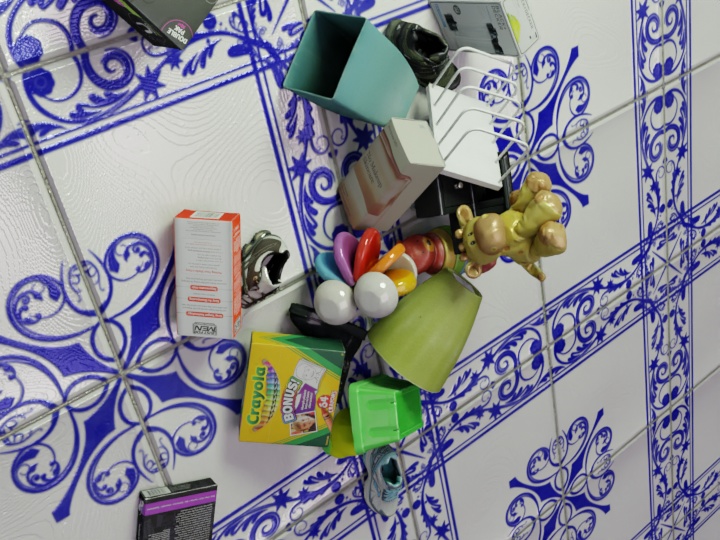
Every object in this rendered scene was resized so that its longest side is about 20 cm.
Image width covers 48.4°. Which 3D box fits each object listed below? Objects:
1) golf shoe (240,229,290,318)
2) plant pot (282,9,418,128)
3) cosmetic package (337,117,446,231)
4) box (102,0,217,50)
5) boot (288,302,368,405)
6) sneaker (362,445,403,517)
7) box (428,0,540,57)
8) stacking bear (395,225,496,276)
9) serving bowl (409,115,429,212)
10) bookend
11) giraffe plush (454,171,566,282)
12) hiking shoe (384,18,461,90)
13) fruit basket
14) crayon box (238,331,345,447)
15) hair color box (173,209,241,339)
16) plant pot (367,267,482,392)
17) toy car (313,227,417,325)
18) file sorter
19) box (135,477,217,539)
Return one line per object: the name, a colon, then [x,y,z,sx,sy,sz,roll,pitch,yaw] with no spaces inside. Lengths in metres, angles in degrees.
golf shoe: [-0.193,0.027,1.389,0.077,0.094,0.202,30,88,-41]
plant pot: [-0.001,-0.330,1.390,0.199,0.140,0.143,24,91,-47]
cosmetic package: [0.052,-0.168,1.436,0.086,0.105,0.200,-1,147,-36]
box: [-0.273,-0.443,1.144,0.148,0.124,0.202,39,82,-38]
boot: [-0.083,0.167,1.531,0.199,0.076,0.171,25,87,-45]
sneaker: [0.054,0.461,1.732,0.077,0.086,0.203,-24,119,-27]
box: [0.225,-0.463,1.471,0.060,0.199,0.117,-43,127,-17]
stacking bear: [0.161,-0.038,1.623,0.197,0.114,0.123,-7,69,-38]
serving bowl: [0.137,-0.210,1.578,0.197,0.065,0.204,-13,112,-33]
bookend: [0.194,-0.114,1.520,0.197,0.091,0.203,-11,95,-34]
giraffe plush: [0.256,-0.069,1.441,0.159,0.175,0.202,-5,144,-12]
hiking shoe: [0.132,-0.390,1.489,0.199,0.100,0.077,27,89,-40]
fruit basket: [0.010,0.297,1.613,0.213,0.214,0.159,-3,86,-36]
crayon box: [-0.129,0.221,1.473,0.169,0.058,0.204,6,110,-13]
hair color box: [-0.252,0.007,1.328,0.099,0.061,0.204,4,107,4]
plant pot: [0.144,0.100,1.578,0.186,0.188,0.201,25,107,-40]
toy car: [0.000,0.000,1.462,0.175,0.197,0.153,-45,120,-61]
file sorter: [0.211,-0.274,1.438,0.136,0.125,0.203,12,56,-22]
box: [-0.342,0.490,1.472,0.141,0.036,0.204,-1,105,-36]
